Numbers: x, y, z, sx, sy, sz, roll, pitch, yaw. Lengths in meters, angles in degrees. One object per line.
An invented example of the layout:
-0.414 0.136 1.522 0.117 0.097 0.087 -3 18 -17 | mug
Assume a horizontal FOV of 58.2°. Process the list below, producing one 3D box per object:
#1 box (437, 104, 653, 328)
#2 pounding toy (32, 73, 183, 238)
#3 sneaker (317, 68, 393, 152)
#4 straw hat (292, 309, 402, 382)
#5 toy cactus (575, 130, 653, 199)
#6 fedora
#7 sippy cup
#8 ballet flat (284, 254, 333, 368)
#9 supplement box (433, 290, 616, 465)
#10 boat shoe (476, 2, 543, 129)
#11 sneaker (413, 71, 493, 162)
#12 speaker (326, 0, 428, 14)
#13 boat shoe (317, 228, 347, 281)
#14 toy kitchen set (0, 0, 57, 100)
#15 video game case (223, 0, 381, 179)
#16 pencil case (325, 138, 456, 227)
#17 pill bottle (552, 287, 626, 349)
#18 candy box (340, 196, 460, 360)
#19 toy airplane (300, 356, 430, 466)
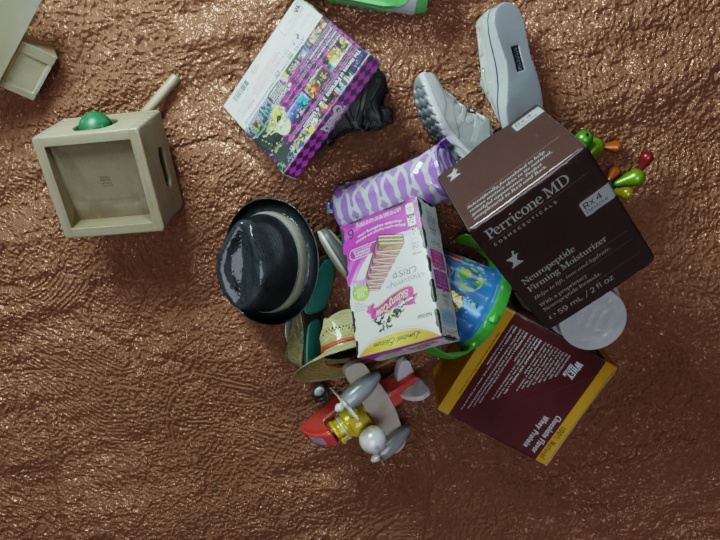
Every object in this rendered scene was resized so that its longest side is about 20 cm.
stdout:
0.235 -0.070 0.842 0.166 0.164 0.200 -36 119 14 | box
-0.359 -0.174 0.978 0.184 0.142 0.200 -4 118 5 | pounding toy
-0.026 -0.216 0.963 0.114 0.076 0.200 36 100 -2 | sneaker
-0.023 0.110 1.039 0.201 0.201 0.085 -19 70 8 | straw hat
0.325 -0.126 0.972 0.199 0.102 0.165 4 118 -10 | toy cactus
-0.159 -0.011 0.993 0.200 0.092 0.201 3 96 25 | fedora
0.137 0.033 0.977 0.130 0.178 0.140 27 120 -7 | sippy cup
-0.091 0.066 1.065 0.070 0.071 0.201 8 106 0 | ballet flat
0.252 0.160 1.035 0.200 0.133 0.198 28 106 -5 | supplement box
0.207 -0.276 0.938 0.071 0.070 0.201 -21 103 -22 | boat shoe
0.152 -0.215 0.968 0.082 0.075 0.200 -39 106 -5 | sneaker
-0.001 -0.413 0.896 0.199 0.088 0.089 11 108 -1 | speaker
0.000 0.000 1.023 0.057 0.067 0.200 -36 123 -5 | boat shoe
-0.549 -0.393 0.938 0.200 0.181 0.163 21 117 -45 | toy kitchen set
-0.090 -0.261 0.920 0.200 0.036 0.181 -52 58 15 | video game case
0.051 -0.119 0.964 0.200 0.084 0.086 -17 71 27 | pencil case
0.315 0.035 0.958 0.109 0.200 0.110 1 108 2 | pill bottle
0.051 0.014 0.908 0.136 0.061 0.201 -20 69 30 | candy box
0.024 0.234 1.063 0.200 0.141 0.199 15 125 -24 | toy airplane
